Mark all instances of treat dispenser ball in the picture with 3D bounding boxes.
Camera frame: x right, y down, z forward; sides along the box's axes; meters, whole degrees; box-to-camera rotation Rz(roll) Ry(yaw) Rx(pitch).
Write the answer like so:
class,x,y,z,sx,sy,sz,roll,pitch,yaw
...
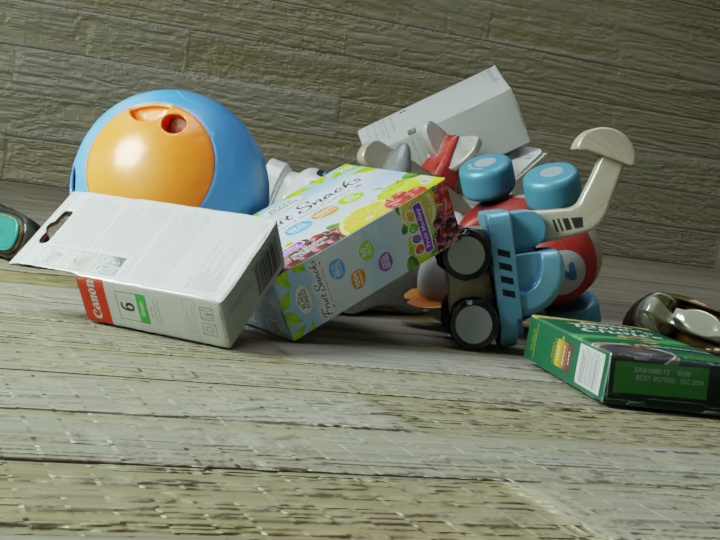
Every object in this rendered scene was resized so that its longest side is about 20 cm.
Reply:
class,x,y,z,sx,sy,sz,roll,pitch,yaw
treat dispenser ball,-0.190,-0.079,1.290,0.198,0.204,0.201,8,4,-1

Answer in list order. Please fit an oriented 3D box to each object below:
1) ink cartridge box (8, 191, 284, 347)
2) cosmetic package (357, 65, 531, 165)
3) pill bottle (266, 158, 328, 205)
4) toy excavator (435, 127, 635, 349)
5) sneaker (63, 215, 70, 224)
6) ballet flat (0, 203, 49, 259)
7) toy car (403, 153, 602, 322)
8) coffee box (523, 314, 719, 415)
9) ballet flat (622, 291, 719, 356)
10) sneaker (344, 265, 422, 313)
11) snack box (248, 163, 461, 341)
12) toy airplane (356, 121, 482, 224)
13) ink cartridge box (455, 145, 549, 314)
class,x,y,z,sx,sy,sz,roll,pitch,yaw
ink cartridge box,-0.173,-0.005,1.055,0.197,0.051,0.109,9,41,21
cosmetic package,0.105,-0.170,1.626,0.198,0.082,0.113,-27,24,4
pill bottle,-0.040,-0.063,1.654,0.198,0.117,0.116,23,6,4
toy excavator,0.169,-0.030,1.238,0.197,0.198,0.100,-7,4,-2
sneaker,-0.288,-0.080,1.541,0.075,0.200,0.115,46,30,0
ballet flat,-0.425,-0.050,1.467,0.198,0.069,0.068,24,3,35
toy car,0.137,0.004,1.364,0.199,0.187,0.176,-33,31,-34
coffee box,0.223,0.077,1.080,0.121,0.045,0.200,7,5,-10
ballet flat,0.345,0.057,1.376,0.072,0.068,0.199,32,-6,-37
sneaker,0.000,0.000,1.431,0.117,0.075,0.199,19,13,37
snack box,-0.035,-0.023,1.184,0.199,0.069,0.168,-29,23,-26
toy airplane,0.088,-0.072,1.515,0.198,0.202,0.141,-17,28,-25
ink cartridge box,0.189,-0.057,1.670,0.083,0.202,0.144,-39,33,-30
